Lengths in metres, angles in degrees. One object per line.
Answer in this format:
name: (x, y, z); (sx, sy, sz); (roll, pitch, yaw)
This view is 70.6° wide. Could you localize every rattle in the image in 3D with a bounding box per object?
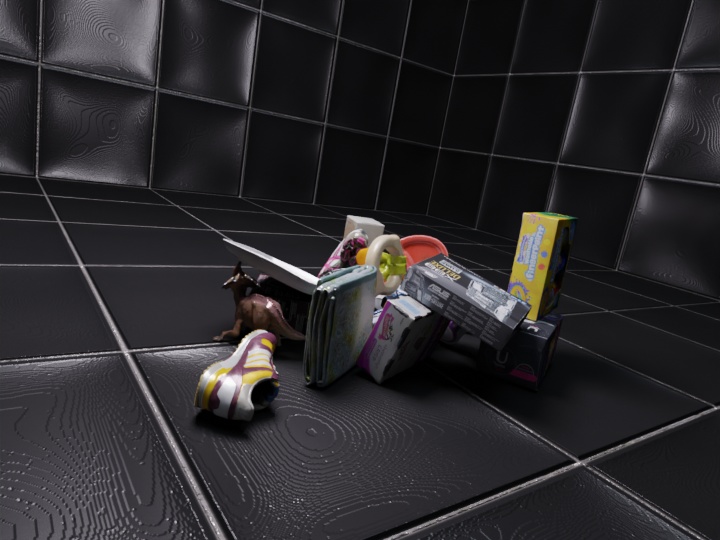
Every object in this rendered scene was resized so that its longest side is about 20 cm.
rattle: (0.000, 0.000, 1.054); (0.142, 0.131, 0.200); (20, 42, 27)

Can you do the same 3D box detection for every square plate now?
square plate: (-0.138, 0.006, 0.964); (0.199, 0.029, 0.198); (26, -1, 18)

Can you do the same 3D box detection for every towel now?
towel: (-0.029, 0.086, 0.856); (0.048, 0.173, 0.200); (13, 13, 23)

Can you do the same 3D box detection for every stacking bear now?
stacking bear: (0.147, -0.007, 1.250); (0.113, 0.122, 0.200); (-18, -12, -3)

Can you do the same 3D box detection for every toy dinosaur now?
toy dinosaur: (-0.179, 0.069, 0.894); (0.199, 0.137, 0.086); (17, 15, 27)

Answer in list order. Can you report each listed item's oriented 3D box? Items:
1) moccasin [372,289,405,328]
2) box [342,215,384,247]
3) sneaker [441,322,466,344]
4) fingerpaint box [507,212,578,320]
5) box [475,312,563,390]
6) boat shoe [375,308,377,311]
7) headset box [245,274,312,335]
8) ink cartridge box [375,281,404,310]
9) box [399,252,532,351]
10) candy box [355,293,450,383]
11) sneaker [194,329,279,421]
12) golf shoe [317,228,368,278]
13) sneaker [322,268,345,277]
moccasin: (0.065, 0.077, 1.010); (0.199, 0.068, 0.081); (-24, -15, -27)
box: (-0.004, -0.034, 1.326); (0.077, 0.202, 0.095); (5, 13, -20)
sneaker: (0.221, 0.094, 1.062); (0.099, 0.075, 0.200); (-27, -6, -37)
fingerpaint box: (0.372, -0.014, 1.040); (0.073, 0.202, 0.166); (16, 14, 33)
box: (0.322, 0.144, 1.018); (0.122, 0.107, 0.200); (14, 14, 28)
boat shoe: (0.022, 0.077, 1.164); (0.070, 0.071, 0.200); (9, 10, 16)
headset box: (-0.143, 0.072, 1.044); (0.198, 0.078, 0.149); (10, 13, -5)
ink cartridge box: (0.072, 0.052, 1.149); (0.200, 0.047, 0.160); (47, 21, 7)
box: (0.188, 0.048, 0.894); (0.199, 0.050, 0.157); (33, 23, 21)
candy box: (0.090, 0.108, 0.909); (0.061, 0.137, 0.200); (36, 23, 25)
sneaker: (-0.149, 0.152, 0.726); (0.090, 0.075, 0.200); (20, 21, 9)
golf shoe: (-0.043, -0.014, 1.243); (0.072, 0.200, 0.092); (35, 23, -11)
sneaker: (-0.102, 0.057, 1.172); (0.198, 0.078, 0.085); (-6, -30, 6)
